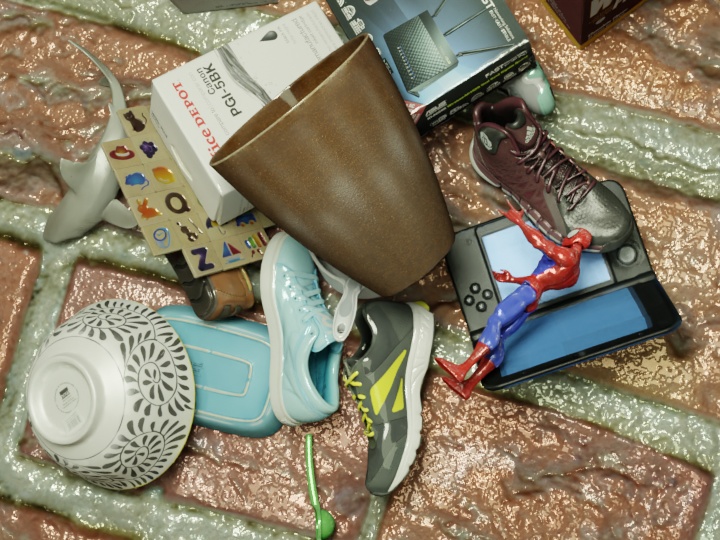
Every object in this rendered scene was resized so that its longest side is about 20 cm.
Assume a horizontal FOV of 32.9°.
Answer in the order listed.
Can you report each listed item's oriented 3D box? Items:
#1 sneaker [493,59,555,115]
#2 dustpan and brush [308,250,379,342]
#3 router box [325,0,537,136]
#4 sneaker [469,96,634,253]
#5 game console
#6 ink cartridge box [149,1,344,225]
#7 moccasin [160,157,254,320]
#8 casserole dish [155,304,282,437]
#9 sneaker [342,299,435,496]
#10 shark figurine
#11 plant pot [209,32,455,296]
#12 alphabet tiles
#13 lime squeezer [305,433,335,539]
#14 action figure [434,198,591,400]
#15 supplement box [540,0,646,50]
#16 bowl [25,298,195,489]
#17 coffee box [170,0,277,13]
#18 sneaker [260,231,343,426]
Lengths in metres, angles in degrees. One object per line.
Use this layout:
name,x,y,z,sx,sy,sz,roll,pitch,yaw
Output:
sneaker,0.099,-0.204,1.267,0.140,0.078,0.200,-40,70,4
dustpan and brush,0.000,0.000,1.215,0.138,0.057,0.201,7,54,9
router box,0.062,-0.251,1.214,0.149,0.062,0.201,-31,71,5
sneaker,0.178,-0.100,1.192,0.200,0.116,0.076,36,75,27
game console,0.192,0.010,1.201,0.198,0.118,0.172,-19,81,6
ink cartridge box,-0.097,-0.162,1.252,0.199,0.083,0.147,-30,80,-18
moccasin,-0.170,-0.044,1.285,0.202,0.077,0.074,58,133,20
casserole dish,-0.158,0.105,1.287,0.198,0.039,0.122,13,85,11
sneaker,0.017,0.124,1.229,0.084,0.074,0.202,13,75,-17
shark figurine,-0.287,-0.128,1.293,0.127,0.089,0.216,16,92,36
plant pot,-0.006,-0.082,1.130,0.187,0.187,0.200,-39,104,3
alphabet tiles,-0.171,-0.090,1.267,0.166,0.006,0.201,-17,73,-36
lime squeezer,-0.019,0.266,1.246,0.070,0.038,0.200,-39,78,3
action figure,0.134,0.017,1.163,0.200,0.065,0.099,-42,60,-12
supplement box,0.213,-0.358,1.198,0.132,0.200,0.198,-36,79,4
bowl,-0.278,0.130,1.248,0.199,0.094,0.203,-1,88,27
coffee box,-0.156,-0.393,1.322,0.112,0.080,0.202,-5,83,9
sneaker,-0.048,0.055,1.243,0.081,0.074,0.202,-11,82,39
